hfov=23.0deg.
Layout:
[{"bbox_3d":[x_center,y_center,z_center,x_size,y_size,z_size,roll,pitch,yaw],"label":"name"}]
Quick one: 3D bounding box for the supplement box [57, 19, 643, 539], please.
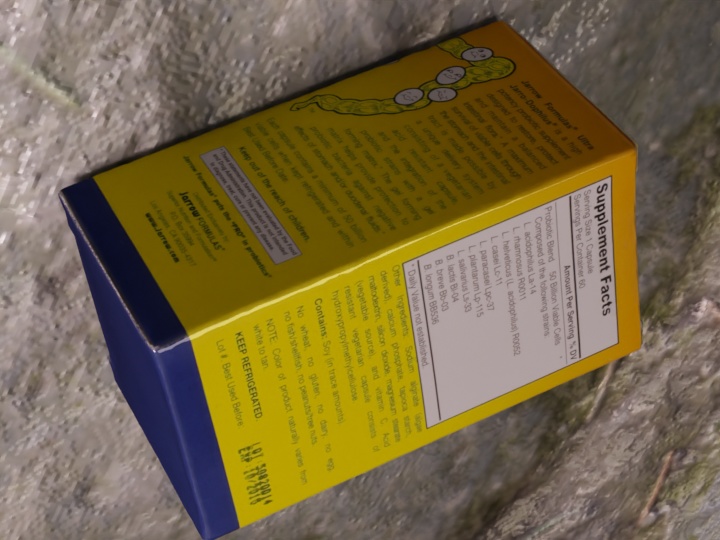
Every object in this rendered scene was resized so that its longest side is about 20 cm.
[{"bbox_3d":[0.000,0.000,0.702,0.200,0.110,0.109,-22,133,-15],"label":"supplement box"}]
